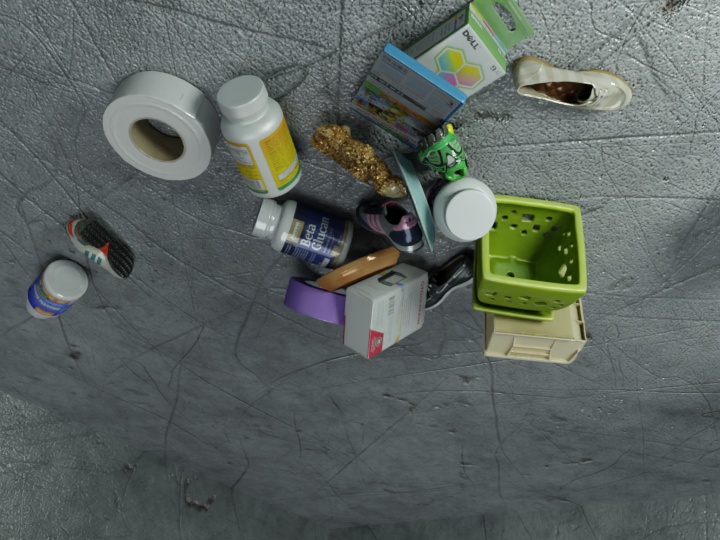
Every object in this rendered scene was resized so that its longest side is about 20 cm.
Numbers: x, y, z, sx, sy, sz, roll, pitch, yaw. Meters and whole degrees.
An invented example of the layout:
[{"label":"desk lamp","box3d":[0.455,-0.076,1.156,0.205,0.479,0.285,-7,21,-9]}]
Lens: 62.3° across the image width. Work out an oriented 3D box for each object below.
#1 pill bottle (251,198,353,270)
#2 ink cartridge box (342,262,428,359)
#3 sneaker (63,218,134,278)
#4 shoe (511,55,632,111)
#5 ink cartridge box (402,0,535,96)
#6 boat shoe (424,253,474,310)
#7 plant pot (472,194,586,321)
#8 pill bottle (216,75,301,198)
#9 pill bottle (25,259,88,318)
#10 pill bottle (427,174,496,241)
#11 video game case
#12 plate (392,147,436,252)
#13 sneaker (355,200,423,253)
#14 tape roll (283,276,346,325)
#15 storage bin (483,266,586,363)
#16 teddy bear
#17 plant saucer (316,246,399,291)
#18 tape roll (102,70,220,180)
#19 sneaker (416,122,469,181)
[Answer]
[{"label":"pill bottle","box3d":[-0.123,-0.082,1.255,0.198,0.112,0.111,19,143,-14]},{"label":"ink cartridge box","box3d":[0.057,0.086,1.330,0.085,0.199,0.149,22,120,34]},{"label":"sneaker","box3d":[-0.635,-0.057,1.445,0.093,0.071,0.200,10,150,29]},{"label":"shoe","box3d":[0.334,-0.283,0.943,0.198,0.054,0.070,12,144,-4]},{"label":"ink cartridge box","box3d":[0.156,-0.329,0.913,0.199,0.060,0.104,-24,133,36]},{"label":"boat shoe","box3d":[0.187,0.023,1.371,0.060,0.076,0.200,31,126,-29]},{"label":"plant pot","box3d":[0.321,-0.013,1.194,0.197,0.202,0.182,8,151,2]},{"label":"pill bottle","box3d":[-0.182,-0.237,1.061,0.111,0.114,0.201,-1,143,13]},{"label":"pill bottle","box3d":[-0.816,0.059,1.583,0.112,0.113,0.199,33,136,-30]},{"label":"pill bottle","box3d":[0.181,-0.113,1.064,0.111,0.200,0.114,0,103,1]},{"label":"video game case","box3d":[0.069,-0.270,0.955,0.142,0.018,0.200,30,164,-9]},{"label":"plate","box3d":[0.104,-0.131,1.084,0.025,0.201,0.201,-20,138,6]},{"label":"sneaker","box3d":[0.053,-0.110,1.161,0.200,0.070,0.083,35,148,46]},{"label":"tape roll","box3d":[-0.077,0.072,1.396,0.198,0.066,0.200,15,-176,-1]},{"label":"storage bin","box3d":[0.375,0.086,1.306,0.196,0.202,0.094,5,142,4]},{"label":"teddy bear","box3d":[0.005,-0.199,1.071,0.200,0.067,0.145,39,-170,23]},{"label":"plant saucer","box3d":[0.000,0.000,1.298,0.198,0.038,0.200,-23,177,-1]},{"label":"tape roll","box3d":[-0.364,-0.262,1.099,0.200,0.071,0.203,6,143,5]},{"label":"sneaker","box3d":[0.144,-0.187,1.021,0.078,0.200,0.086,-29,89,13]}]
